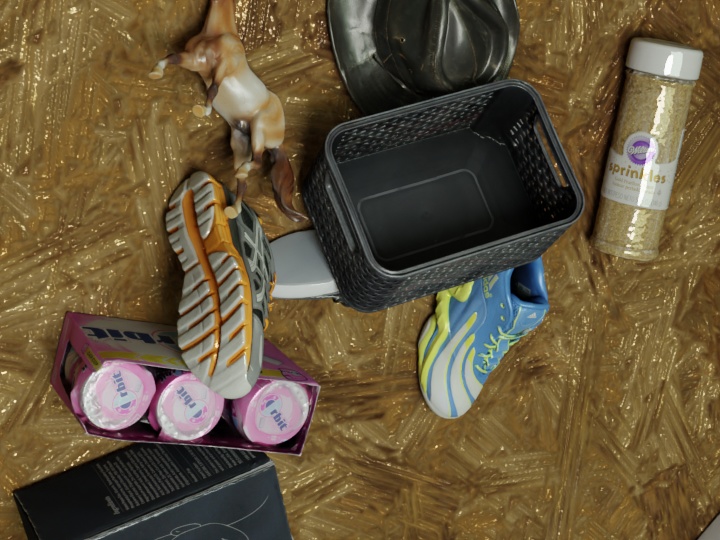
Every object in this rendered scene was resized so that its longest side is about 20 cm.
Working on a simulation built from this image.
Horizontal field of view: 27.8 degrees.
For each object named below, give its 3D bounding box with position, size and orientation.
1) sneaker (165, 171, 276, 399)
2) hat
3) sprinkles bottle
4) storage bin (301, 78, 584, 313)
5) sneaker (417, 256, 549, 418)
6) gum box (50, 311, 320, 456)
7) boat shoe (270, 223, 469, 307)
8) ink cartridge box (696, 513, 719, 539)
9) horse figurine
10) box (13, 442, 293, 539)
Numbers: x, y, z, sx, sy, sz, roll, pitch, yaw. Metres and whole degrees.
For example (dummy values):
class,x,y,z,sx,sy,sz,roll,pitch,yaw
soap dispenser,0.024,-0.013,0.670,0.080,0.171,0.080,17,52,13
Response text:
class,x,y,z,sx,sy,sz,roll,pitch,yaw
sneaker,-0.099,0.012,1.156,0.078,0.201,0.077,-32,142,30
hat,0.069,-0.203,1.221,0.199,0.081,0.202,-8,110,-23
sprinkles bottle,0.266,-0.113,1.358,0.068,0.068,0.201,2,106,-27
storage bin,0.067,-0.062,1.206,0.199,0.094,0.136,-17,75,-21
sneaker,0.112,0.050,1.311,0.075,0.105,0.201,4,104,-28
gum box,-0.149,0.092,1.187,0.199,0.113,0.067,9,102,-29
boat shoe,0.000,0.000,1.265,0.199,0.070,0.067,-15,135,-18
ink cartridge box,0.465,0.298,1.583,0.200,0.084,0.146,-46,120,-6
horse figurine,-0.099,-0.130,1.155,0.050,0.133,0.201,-14,122,26
box,-0.162,0.257,1.229,0.196,0.124,0.201,-21,115,-21
